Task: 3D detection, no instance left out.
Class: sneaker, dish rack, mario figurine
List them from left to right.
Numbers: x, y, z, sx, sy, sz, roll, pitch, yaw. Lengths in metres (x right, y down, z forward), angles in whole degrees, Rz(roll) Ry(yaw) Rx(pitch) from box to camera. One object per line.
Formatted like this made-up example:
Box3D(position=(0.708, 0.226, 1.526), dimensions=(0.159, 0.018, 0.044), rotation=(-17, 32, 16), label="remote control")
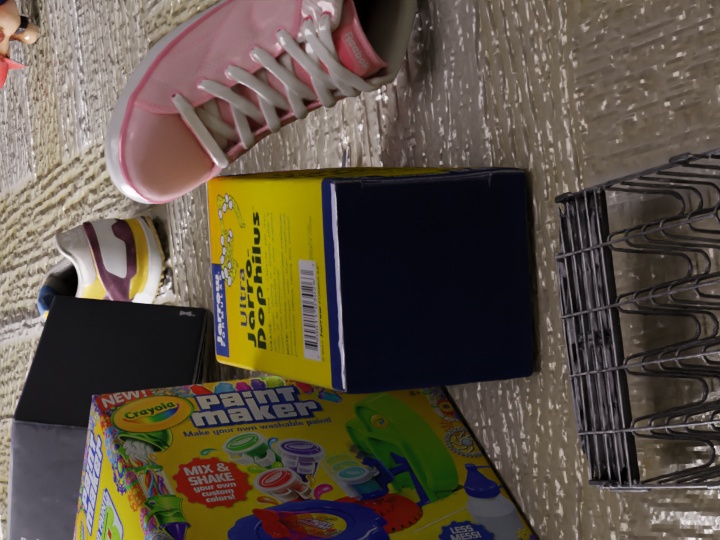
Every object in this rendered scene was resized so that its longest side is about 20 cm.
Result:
Box3D(position=(-0.313, -0.257, 1.968), dimensions=(0.123, 0.106, 0.201), rotation=(-33, -45, -75), label="mario figurine")
Box3D(position=(-0.215, 0.037, 1.737), dimensions=(0.075, 0.090, 0.200), rotation=(-118, 32, -43), label="sneaker")
Box3D(position=(-0.049, -0.110, 1.214), dimensions=(0.105, 0.200, 0.075), rotation=(21, 151, 54), label="sneaker")
Box3D(position=(0.142, 0.023, 0.928), dimensions=(0.200, 0.054, 0.154), rotation=(163, 103, -69), label="dish rack")

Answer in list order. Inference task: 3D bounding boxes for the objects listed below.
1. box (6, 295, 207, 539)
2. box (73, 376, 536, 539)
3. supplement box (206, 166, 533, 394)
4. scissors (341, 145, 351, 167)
Box3D(position=(-0.179, 0.149, 1.555), dimensions=(0.200, 0.123, 0.199), rotation=(-88, 5, -66), label="box")
Box3D(position=(-0.030, 0.161, 1.176), dimensions=(0.193, 0.199, 0.122), rotation=(-123, 36, -47), label="box")
Box3D(position=(0.000, 0.000, 1.188), dimensions=(0.200, 0.108, 0.110), rotation=(-174, 81, -67), label="supplement box")
Box3D(position=(-0.011, 0.025, 1.350), dimensions=(0.073, 0.014, 0.201), rotation=(-118, 33, -48), label="scissors")
